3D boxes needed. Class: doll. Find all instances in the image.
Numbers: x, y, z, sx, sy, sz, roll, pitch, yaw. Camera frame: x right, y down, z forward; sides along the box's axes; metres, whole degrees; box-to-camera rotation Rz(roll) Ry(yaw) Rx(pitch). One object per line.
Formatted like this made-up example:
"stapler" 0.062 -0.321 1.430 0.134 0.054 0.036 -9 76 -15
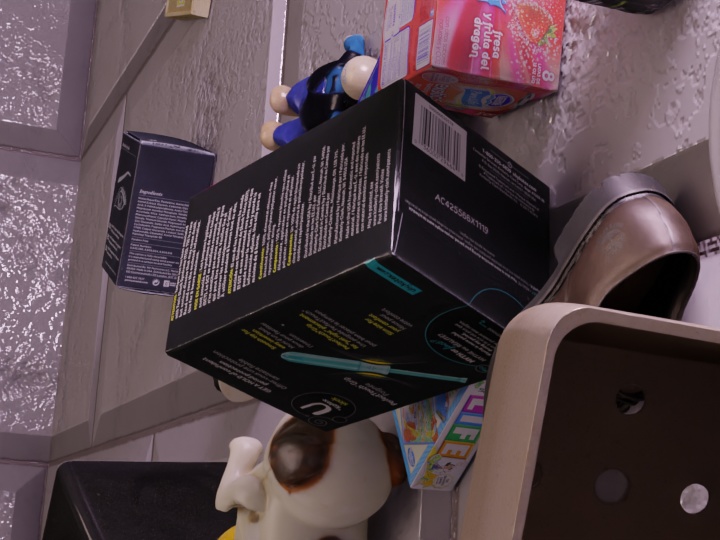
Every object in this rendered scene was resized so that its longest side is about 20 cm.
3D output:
"doll" -0.031 -0.157 1.249 0.200 0.048 0.137 -16 58 61

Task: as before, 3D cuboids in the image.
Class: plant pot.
"plant pot" 0.129 0.111 0.536 0.177 0.199 0.201 -133 53 -78
"plant pot" -0.215 0.331 1.375 0.177 0.199 0.200 52 130 52

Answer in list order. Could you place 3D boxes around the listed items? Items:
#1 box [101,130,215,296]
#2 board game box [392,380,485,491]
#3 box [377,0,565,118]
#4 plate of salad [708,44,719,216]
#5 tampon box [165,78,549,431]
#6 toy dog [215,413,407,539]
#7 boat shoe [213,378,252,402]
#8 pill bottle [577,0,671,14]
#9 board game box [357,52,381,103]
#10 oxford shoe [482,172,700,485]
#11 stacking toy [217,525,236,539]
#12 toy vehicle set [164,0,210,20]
"box" -0.276 -0.079 1.799 0.148 0.104 0.201 -146 67 -68
"board game box" 0.055 0.038 0.963 0.200 0.034 0.135 -103 29 -45
"box" 0.079 -0.215 0.907 0.103 0.094 0.201 166 111 -68
"plate of salad" 0.215 -0.064 0.554 0.200 0.048 0.201 178 90 -68
"tampon box" 0.000 0.000 0.853 0.200 0.150 0.127 -23 49 38
"toy dog" -0.045 0.195 1.032 0.194 0.139 0.201 -120 44 -59
"boat shoe" -0.123 0.034 1.386 0.063 0.073 0.202 41 126 57
"pill bottle" 0.087 -0.212 0.734 0.106 0.199 0.107 -172 90 -70
"board game box" 0.019 -0.089 1.022 0.152 0.045 0.200 119 165 -49
"oxford shoe" 0.122 0.052 0.725 0.084 0.072 0.200 -116 38 -53
"stacking toy" -0.094 0.278 1.191 0.200 0.146 0.146 -78 10 -50
"toy vehicle set" -0.251 -0.438 1.980 0.200 0.026 0.125 -153 72 -69
